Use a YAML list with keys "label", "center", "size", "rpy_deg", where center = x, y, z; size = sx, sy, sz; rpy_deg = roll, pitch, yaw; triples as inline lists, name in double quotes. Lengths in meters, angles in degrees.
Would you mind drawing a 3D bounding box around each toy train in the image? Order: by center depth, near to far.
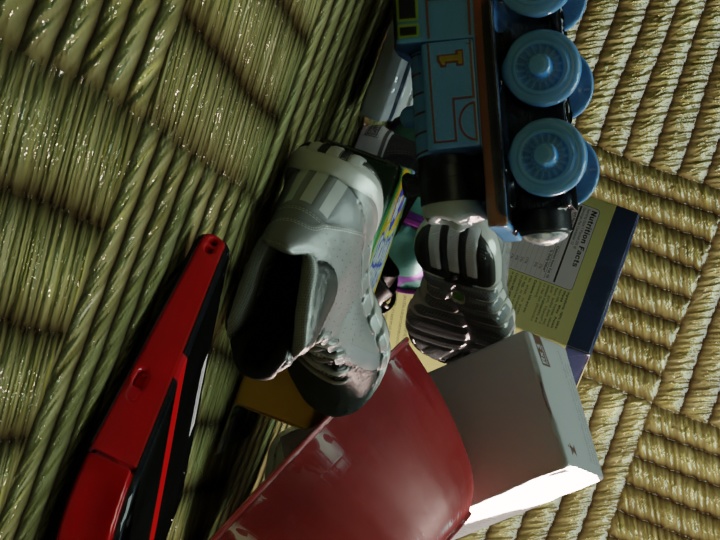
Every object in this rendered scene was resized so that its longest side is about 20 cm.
- label: "toy train"
  center: [0.078, -0.112, 1.402]
  size: [0.087, 0.114, 0.200]
  rpy_deg: [23, 63, -76]

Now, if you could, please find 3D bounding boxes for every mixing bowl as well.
- label: "mixing bowl"
  center: [-0.002, 0.150, 1.485]
  size: [0.200, 0.108, 0.200]
  rpy_deg: [-45, 176, -4]

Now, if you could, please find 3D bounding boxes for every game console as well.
- label: "game console"
  center: [-0.107, 0.104, 1.078]
  size: [0.200, 0.031, 0.177]
  rpy_deg: [105, 2, -46]

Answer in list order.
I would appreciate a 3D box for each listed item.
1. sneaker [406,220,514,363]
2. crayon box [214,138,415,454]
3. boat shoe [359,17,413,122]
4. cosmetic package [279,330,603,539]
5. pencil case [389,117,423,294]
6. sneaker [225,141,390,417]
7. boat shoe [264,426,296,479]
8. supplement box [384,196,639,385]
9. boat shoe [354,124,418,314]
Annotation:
- label: "sneaker"
  center: [0.084, -0.018, 1.607]
  size: [0.200, 0.075, 0.116]
  rpy_deg: [93, 17, -62]
- label: "crayon box"
  center: [-0.025, 0.023, 1.465]
  size: [0.126, 0.052, 0.200]
  rpy_deg: [-13, 123, -84]
- label: "boat shoe"
  center: [0.057, -0.158, 1.527]
  size: [0.200, 0.067, 0.074]
  rpy_deg: [-65, 178, -45]
- label: "cosmetic package"
  center: [0.053, 0.126, 1.594]
  size: [0.074, 0.200, 0.102]
  rpy_deg: [24, 47, -60]
- label: "pencil case"
  center: [0.058, -0.074, 1.751]
  size: [0.085, 0.092, 0.200]
  rpy_deg: [104, 8, -47]
- label: "sneaker"
  center: [-0.038, 0.034, 1.302]
  size: [0.200, 0.075, 0.116]
  rpy_deg: [87, 26, -44]
- label: "boat shoe"
  center: [-0.056, 0.196, 1.672]
  size: [0.199, 0.074, 0.066]
  rpy_deg: [-79, 172, -52]
- label: "supplement box"
  center: [0.112, 0.010, 2.017]
  size: [0.200, 0.200, 0.134]
  rpy_deg: [95, 16, -70]
- label: "boat shoe"
  center: [0.000, 0.000, 1.604]
  size: [0.069, 0.057, 0.200]
  rpy_deg: [-59, 167, -67]
